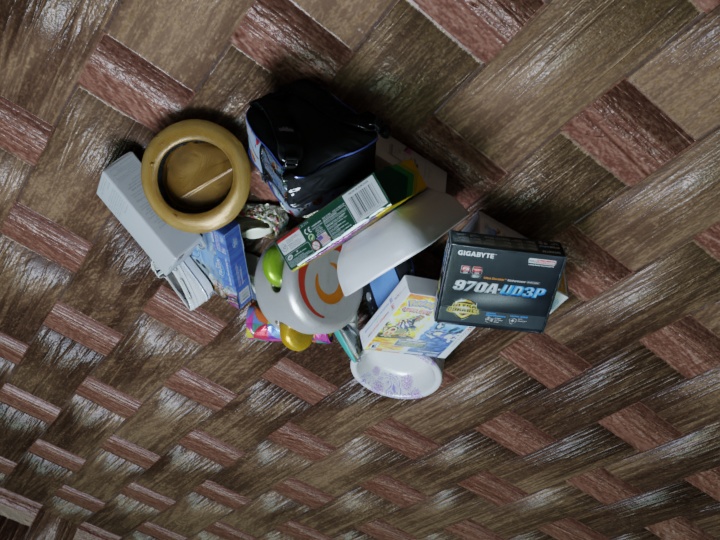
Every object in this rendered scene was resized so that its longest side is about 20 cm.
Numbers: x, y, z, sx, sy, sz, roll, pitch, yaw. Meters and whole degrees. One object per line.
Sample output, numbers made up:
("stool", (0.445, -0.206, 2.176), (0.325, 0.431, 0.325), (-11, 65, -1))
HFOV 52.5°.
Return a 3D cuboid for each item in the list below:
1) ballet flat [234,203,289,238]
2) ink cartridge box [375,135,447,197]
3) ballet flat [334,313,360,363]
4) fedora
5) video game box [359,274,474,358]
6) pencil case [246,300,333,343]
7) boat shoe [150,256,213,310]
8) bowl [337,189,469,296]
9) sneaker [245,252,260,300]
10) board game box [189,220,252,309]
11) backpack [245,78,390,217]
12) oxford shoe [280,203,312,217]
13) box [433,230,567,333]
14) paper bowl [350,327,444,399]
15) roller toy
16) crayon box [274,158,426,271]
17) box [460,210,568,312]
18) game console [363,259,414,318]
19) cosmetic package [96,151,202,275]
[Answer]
("ballet flat", (-0.230, -0.089, 1.367), (0.194, 0.065, 0.077), (-2, 137, 17))
("ink cartridge box", (0.034, -0.158, 1.225), (0.197, 0.069, 0.116), (29, 136, -18))
("ballet flat", (-0.045, 0.088, 1.467), (0.202, 0.072, 0.072), (52, 133, 4))
("fedora", (-0.276, -0.165, 1.260), (0.195, 0.082, 0.207), (2, 105, 6))
("video game box", (0.124, 0.091, 1.362), (0.195, 0.048, 0.183), (9, 136, -28))
("pencil case", (-0.150, 0.109, 1.551), (0.194, 0.090, 0.090), (4, 138, 12))
("boat shoe", (-0.367, -0.012, 1.397), (0.202, 0.066, 0.072), (53, 149, -5))
("bowl", (0.059, -0.054, 1.161), (0.198, 0.199, 0.076), (-30, 93, 38))
("sneaker", (-0.175, 0.035, 1.463), (0.197, 0.075, 0.086), (26, 143, 20))
("board game box", (-0.297, -0.049, 1.377), (0.197, 0.043, 0.203), (31, 145, 26))
("backpack", (-0.083, -0.195, 1.123), (0.197, 0.192, 0.156), (-25, 151, -28))
("oxford shoe", (-0.046, -0.113, 1.293), (0.195, 0.058, 0.077), (19, 124, 5))
("box", (0.230, 0.022, 1.227), (0.194, 0.046, 0.162), (7, 124, -3))
("paper bowl", (0.081, 0.176, 1.542), (0.195, 0.106, 0.203), (9, 142, 7))
("roller toy", (-0.095, 0.024, 1.330), (0.138, 0.181, 0.204), (-6, 113, 49))
("crayon box", (-0.011, -0.088, 1.119), (0.198, 0.172, 0.059), (-32, 92, 27))
("box", (0.262, 0.003, 1.314), (0.196, 0.103, 0.113), (26, 131, -15))
("game console", (0.000, 0.000, 1.374), (0.115, 0.174, 0.202), (-4, 144, -22))
("cosmetic package", (-0.381, -0.101, 1.315), (0.201, 0.074, 0.101), (50, 149, -5))
